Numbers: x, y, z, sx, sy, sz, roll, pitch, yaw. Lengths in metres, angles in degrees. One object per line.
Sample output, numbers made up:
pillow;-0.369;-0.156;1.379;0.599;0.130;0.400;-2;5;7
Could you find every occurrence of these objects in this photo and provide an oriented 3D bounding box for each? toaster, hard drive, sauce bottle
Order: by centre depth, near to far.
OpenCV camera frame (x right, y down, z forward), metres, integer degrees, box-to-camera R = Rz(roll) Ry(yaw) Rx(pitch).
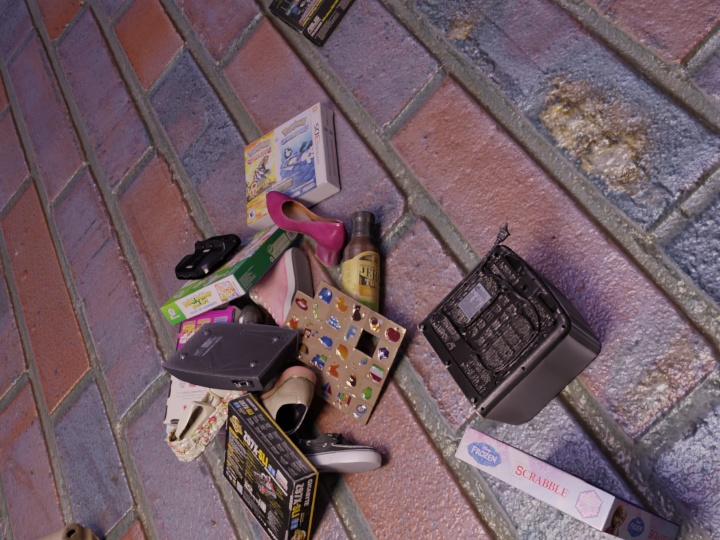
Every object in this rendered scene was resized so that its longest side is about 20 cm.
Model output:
toaster;0.202;0.080;1.200;0.200;0.118;0.181;-48;48;14
hard drive;-0.204;0.137;1.419;0.198;0.043;0.135;2;33;33
sauce bottle;0.000;0.000;1.447;0.064;0.064;0.202;-15;63;35

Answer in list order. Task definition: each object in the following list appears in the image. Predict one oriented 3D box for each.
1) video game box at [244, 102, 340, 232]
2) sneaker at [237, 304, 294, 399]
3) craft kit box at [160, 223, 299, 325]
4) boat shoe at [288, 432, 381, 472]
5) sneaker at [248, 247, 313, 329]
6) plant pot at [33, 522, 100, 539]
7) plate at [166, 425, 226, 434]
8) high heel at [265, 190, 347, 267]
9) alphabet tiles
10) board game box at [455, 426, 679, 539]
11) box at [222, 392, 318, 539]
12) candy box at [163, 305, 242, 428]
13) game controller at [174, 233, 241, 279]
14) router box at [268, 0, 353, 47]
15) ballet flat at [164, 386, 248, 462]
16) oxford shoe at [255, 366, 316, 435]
video game box;-0.131;-0.192;1.662;0.199;0.047;0.184;-25;54;30
sneaker;-0.151;0.152;1.496;0.090;0.066;0.202;-16;77;23
craft kit box;-0.230;0.002;1.572;0.197;0.049;0.200;-26;16;36
boat shoe;-0.051;0.277;1.363;0.199;0.068;0.057;-13;62;39
sneaker;-0.137;0.062;1.528;0.104;0.075;0.202;-26;48;24
plant pot;-0.561;0.559;1.601;0.183;0.200;0.202;-32;52;11
plate;-0.258;0.197;1.599;0.198;0.032;0.202;-9;65;38
high heel;-0.095;-0.099;1.527;0.200;0.067;0.096;50;142;31
alphabet tiles;-0.040;0.120;1.396;0.199;0.008;0.169;29;105;25
board game box;0.241;0.256;1.032;0.198;0.199;0.041;20;82;43
box;-0.144;0.315;1.377;0.200;0.049;0.161;40;131;41
candy box;-0.262;0.171;1.550;0.135;0.061;0.202;-9;65;35
game controller;-0.282;-0.023;1.626;0.105;0.042;0.200;-54;19;-16
router box;-0.077;-0.564;1.773;0.201;0.062;0.150;-53;46;8
ballet flat;-0.239;0.216;1.427;0.075;0.064;0.201;22;74;51
oxford shoe;-0.134;0.235;1.413;0.074;0.070;0.201;-89;24;-47
